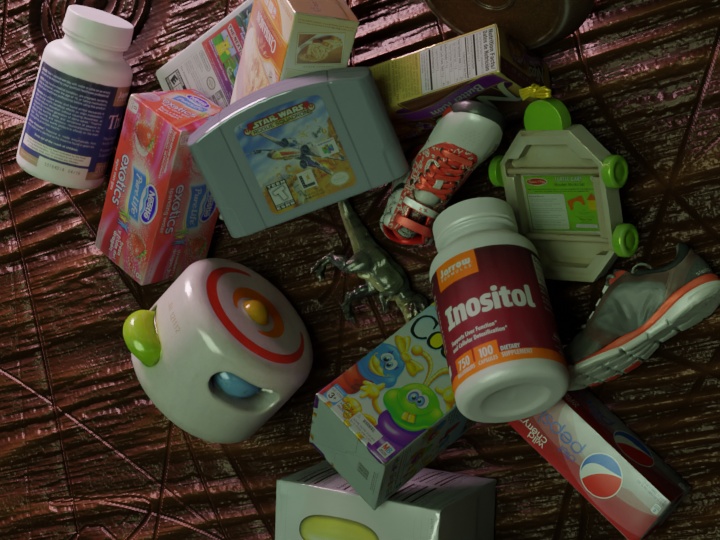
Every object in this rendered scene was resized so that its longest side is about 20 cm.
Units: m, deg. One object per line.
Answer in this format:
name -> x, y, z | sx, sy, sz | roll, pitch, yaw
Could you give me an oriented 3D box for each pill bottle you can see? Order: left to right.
pill bottle -> -0.338, -0.210, 1.726 | 0.110, 0.111, 0.202 | 27, 108, 26
pill bottle -> 0.129, 0.036, 1.392 | 0.112, 0.112, 0.202 | -30, 55, 29

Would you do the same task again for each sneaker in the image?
sneaker -> 0.081, -0.089, 1.444 | 0.201, 0.067, 0.109 | -35, 34, 64
sneaker -> 0.259, 0.045, 1.408 | 0.199, 0.077, 0.082 | -33, 64, 9

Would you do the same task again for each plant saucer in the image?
plant saucer -> 0.131, -0.284, 1.404 | 0.198, 0.201, 0.035 | 8, 55, 30

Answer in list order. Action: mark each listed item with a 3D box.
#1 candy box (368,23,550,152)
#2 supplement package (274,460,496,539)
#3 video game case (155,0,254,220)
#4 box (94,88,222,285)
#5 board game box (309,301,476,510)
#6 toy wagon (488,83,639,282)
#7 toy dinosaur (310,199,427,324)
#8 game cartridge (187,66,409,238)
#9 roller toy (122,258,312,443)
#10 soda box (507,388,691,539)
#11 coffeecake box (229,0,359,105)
candy box -> 0.082, -0.180, 1.467 | 0.198, 0.116, 0.057 | -13, 69, 31
supplement package -> 0.025, 0.316, 1.533 | 0.198, 0.147, 0.194 | 5, 97, 29
video game case -> -0.134, -0.189, 1.657 | 0.181, 0.023, 0.202 | -31, 78, 30
box -> -0.221, -0.097, 1.649 | 0.094, 0.102, 0.202 | 36, 120, 30
board game box -> 0.056, 0.127, 1.455 | 0.103, 0.199, 0.105 | 43, 152, 20
toy wagon -> 0.198, -0.088, 1.420 | 0.154, 0.039, 0.203 | 4, 111, 45
toy dinosaur -> 0.000, 0.000, 1.580 | 0.088, 0.047, 0.201 | -37, 74, 13
game cartridge -> -0.065, -0.122, 1.431 | 0.198, 0.042, 0.134 | -20, 122, 9
roller toy -> -0.149, 0.084, 1.598 | 0.183, 0.200, 0.140 | 48, 115, 7
soda box -> 0.231, 0.178, 1.440 | 0.200, 0.070, 0.064 | 44, 116, 20
coffeecake box -> -0.076, -0.201, 1.500 | 0.154, 0.072, 0.202 | -117, 38, -54
